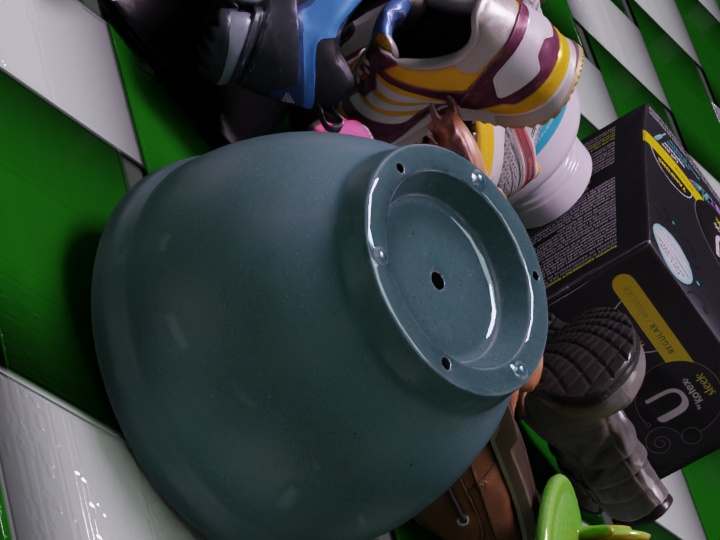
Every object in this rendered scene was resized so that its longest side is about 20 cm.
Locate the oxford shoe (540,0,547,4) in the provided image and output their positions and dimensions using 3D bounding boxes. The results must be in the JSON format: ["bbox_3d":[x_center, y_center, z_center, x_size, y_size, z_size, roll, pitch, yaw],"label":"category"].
[{"bbox_3d":[0.066,-0.247,1.811,0.200,0.075,0.070,52,5,13],"label":"oxford shoe"}]

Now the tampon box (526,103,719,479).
[{"bbox_3d":[0.172,0.018,1.817,0.150,0.126,0.200,51,21,-21],"label":"tampon box"}]

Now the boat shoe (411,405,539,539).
[{"bbox_3d":[0.054,0.106,1.486,0.072,0.068,0.200,-98,173,-59],"label":"boat shoe"}]

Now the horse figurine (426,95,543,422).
[{"bbox_3d":[0.066,0.017,1.552,0.133,0.050,0.200,112,-28,-75],"label":"horse figurine"}]

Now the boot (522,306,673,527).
[{"bbox_3d":[0.143,0.090,1.631,0.131,0.068,0.200,54,-10,-11],"label":"boot"}]

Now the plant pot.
[{"bbox_3d":[-0.002,0.020,1.278,0.200,0.134,0.201,27,51,-39],"label":"plant pot"}]

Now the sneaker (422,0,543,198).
[{"bbox_3d":[0.076,-0.133,1.653,0.082,0.200,0.078,-14,30,-40],"label":"sneaker"}]

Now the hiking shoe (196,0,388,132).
[{"bbox_3d":[-0.017,-0.174,1.502,0.087,0.200,0.074,24,-15,-10],"label":"hiking shoe"}]

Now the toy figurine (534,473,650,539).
[{"bbox_3d":[0.196,0.182,1.498,0.200,0.184,0.150,32,57,-75],"label":"toy figurine"}]

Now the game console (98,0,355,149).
[{"bbox_3d":[-0.109,-0.175,1.561,0.200,0.116,0.176,53,-10,-22],"label":"game console"}]

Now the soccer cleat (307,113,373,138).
[{"bbox_3d":[-0.025,-0.016,1.453,0.086,0.070,0.200,44,28,1],"label":"soccer cleat"}]

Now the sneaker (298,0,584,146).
[{"bbox_3d":[0.025,-0.118,1.568,0.090,0.200,0.075,37,58,-36],"label":"sneaker"}]

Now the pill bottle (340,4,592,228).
[{"bbox_3d":[0.062,-0.112,1.756,0.200,0.111,0.111,46,23,-34],"label":"pill bottle"}]
